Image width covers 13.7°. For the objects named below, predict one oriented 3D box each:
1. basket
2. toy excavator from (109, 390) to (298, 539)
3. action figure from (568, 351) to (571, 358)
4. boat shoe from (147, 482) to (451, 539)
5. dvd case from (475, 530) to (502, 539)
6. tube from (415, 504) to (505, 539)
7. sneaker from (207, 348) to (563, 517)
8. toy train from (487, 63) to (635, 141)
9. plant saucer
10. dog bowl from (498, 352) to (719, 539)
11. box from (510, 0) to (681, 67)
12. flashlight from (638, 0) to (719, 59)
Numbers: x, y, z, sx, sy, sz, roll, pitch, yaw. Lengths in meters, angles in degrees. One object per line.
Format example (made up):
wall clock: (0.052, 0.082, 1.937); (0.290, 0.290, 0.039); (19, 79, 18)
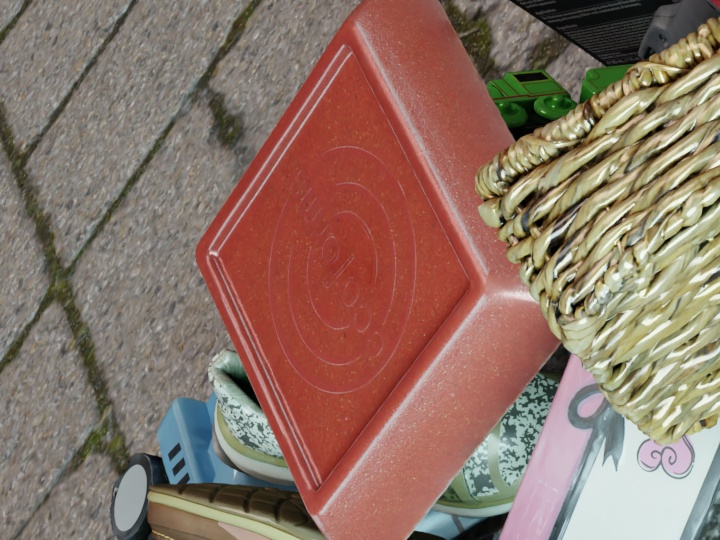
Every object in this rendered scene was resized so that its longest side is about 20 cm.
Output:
basket: (0.137, -0.061, 1.091); (0.200, 0.143, 0.149); (-32, 55, 10)
toy excavator: (-0.042, 0.070, 1.530); (0.200, 0.100, 0.195); (-58, 29, 25)
action figure: (0.064, -0.021, 1.450); (0.200, 0.119, 0.102); (-140, 61, -68)
boat shoe: (-0.024, 0.145, 1.399); (0.200, 0.072, 0.068); (15, 98, 34)
dvd case: (0.036, 0.219, 1.383); (0.146, 0.022, 0.200); (-25, 46, 48)
tube: (0.031, 0.060, 1.507); (0.077, 0.050, 0.200); (-38, 37, 19)
sneaker: (0.014, 0.067, 1.412); (0.199, 0.089, 0.077); (1, 69, 16)
toy train: (0.075, -0.070, 1.410); (0.056, 0.199, 0.042); (-130, 40, -50)
plant saucer: (0.000, 0.000, 1.311); (0.200, 0.037, 0.200); (-55, 47, 37)
dog bowl: (0.117, 0.060, 1.235); (0.200, 0.074, 0.201); (21, -90, -85)
box: (0.145, -0.167, 1.420); (0.200, 0.141, 0.079); (-5, 61, 56)
flashlight: (0.174, -0.114, 1.315); (0.200, 0.068, 0.068); (99, 150, -76)
